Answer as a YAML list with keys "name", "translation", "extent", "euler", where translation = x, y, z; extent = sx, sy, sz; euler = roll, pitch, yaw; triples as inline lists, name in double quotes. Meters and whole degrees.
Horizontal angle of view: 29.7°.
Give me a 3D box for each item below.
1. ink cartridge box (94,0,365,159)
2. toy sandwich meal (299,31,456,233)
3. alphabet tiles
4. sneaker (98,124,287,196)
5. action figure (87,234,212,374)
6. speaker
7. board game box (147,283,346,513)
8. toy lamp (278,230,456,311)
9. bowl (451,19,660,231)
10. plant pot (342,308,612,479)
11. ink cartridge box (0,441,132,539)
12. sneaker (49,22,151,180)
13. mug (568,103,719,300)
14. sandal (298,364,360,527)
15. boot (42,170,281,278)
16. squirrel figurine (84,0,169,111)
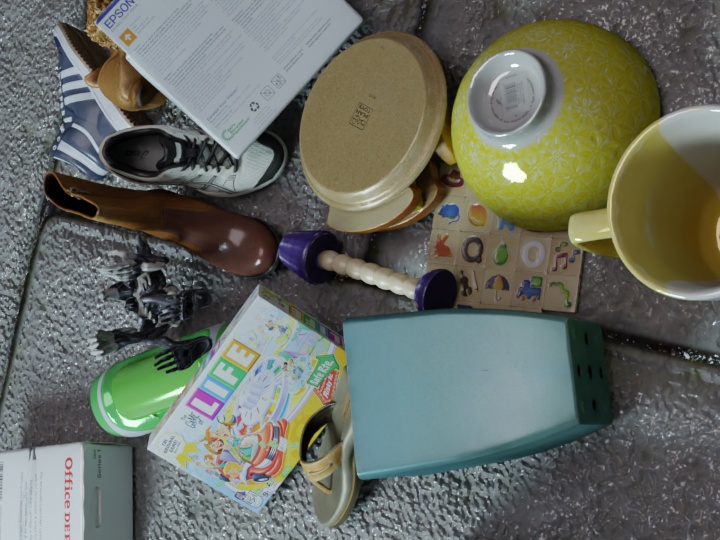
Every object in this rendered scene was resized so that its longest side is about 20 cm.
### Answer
- name: "ink cartridge box"
  translation: [-0.133, -0.251, 1.387]
  extent: [0.200, 0.041, 0.200]
  euler: [44, 85, -7]
- name: "toy sandwich meal"
  translation: [0.023, -0.136, 1.347]
  extent: [0.205, 0.070, 0.206]
  euler: [-14, 67, 37]
- name: "alphabet tiles"
  translation: [0.137, -0.034, 1.281]
  extent: [0.166, 0.006, 0.201]
  euler: [5, 85, 36]
- name: "sneaker"
  translation: [-0.177, -0.115, 1.426]
  extent: [0.199, 0.088, 0.076]
  euler: [-1, 91, 2]
- name: "action figure"
  translation: [-0.227, 0.033, 1.395]
  extent: [0.200, 0.102, 0.119]
  euler: [24, 114, 56]
- name: "speaker"
  translation: [-0.190, 0.117, 1.437]
  extent: [0.200, 0.088, 0.089]
  euler: [-20, 70, 31]
- name: "board game box"
  translation: [-0.101, 0.130, 1.350]
  extent: [0.200, 0.134, 0.034]
  euler: [-54, 14, 16]
- name: "toy lamp"
  translation: [0.000, 0.000, 1.337]
  extent: [0.200, 0.058, 0.058]
  euler: [16, 91, 40]
- name: "bowl"
  translation: [0.155, -0.144, 1.219]
  extent: [0.200, 0.108, 0.201]
  euler: [-10, 72, 33]
- name: "plant pot"
  translation: [0.110, 0.102, 1.197]
  extent: [0.199, 0.141, 0.142]
  euler: [-10, 79, 27]
- name: "ink cartridge box"
  translation: [-0.350, 0.272, 1.522]
  extent: [0.199, 0.084, 0.147]
  euler: [-10, 77, 33]
- name: "sneaker"
  translation: [-0.332, -0.196, 1.602]
  extent: [0.109, 0.070, 0.200]
  euler: [-45, 63, 18]
- name: "mug"
  translation: [0.283, -0.049, 1.090]
  extent: [0.186, 0.153, 0.150]
  euler: [30, 100, 35]
- name: "sandal"
  translation: [-0.030, 0.164, 1.290]
  extent: [0.080, 0.054, 0.200]
  euler: [-110, 24, -43]
- name: "boot"
  translation: [-0.200, -0.054, 1.402]
  extent: [0.188, 0.200, 0.069]
  euler: [33, 101, 35]
- name: "squirrel figurine"
  translation: [-0.239, -0.272, 1.471]
  extent: [0.141, 0.200, 0.187]
  euler: [31, 91, 30]
